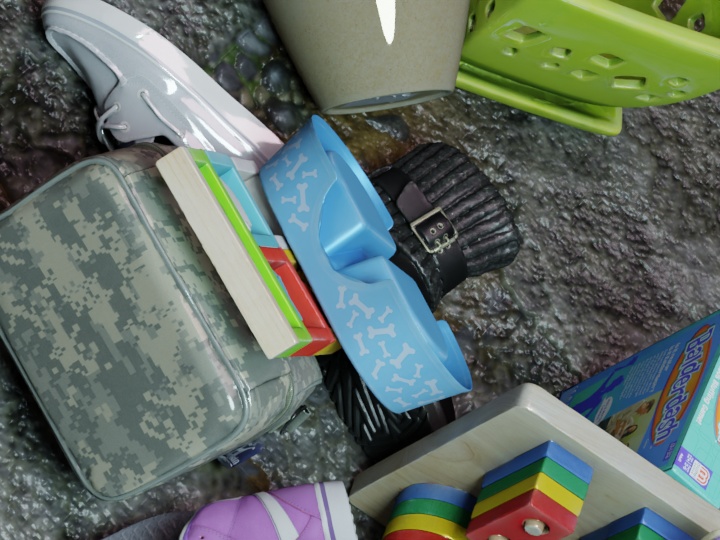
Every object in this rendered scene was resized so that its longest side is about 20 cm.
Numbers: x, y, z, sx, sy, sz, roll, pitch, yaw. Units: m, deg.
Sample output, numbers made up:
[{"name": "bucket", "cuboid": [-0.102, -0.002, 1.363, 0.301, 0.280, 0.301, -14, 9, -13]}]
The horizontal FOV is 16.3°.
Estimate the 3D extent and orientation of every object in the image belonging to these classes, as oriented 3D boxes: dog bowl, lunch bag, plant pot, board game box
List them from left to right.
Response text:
[{"name": "lunch bag", "cuboid": [-0.117, 0.026, 1.516, 0.200, 0.139, 0.168, 59, 27, 3]}, {"name": "dog bowl", "cuboid": [0.000, 0.000, 1.545, 0.200, 0.050, 0.111, 62, 10, 21]}, {"name": "plant pot", "cuboid": [0.002, -0.211, 1.700, 0.187, 0.187, 0.201, -8, 88, -37]}, {"name": "plant pot", "cuboid": [0.151, -0.216, 1.785, 0.199, 0.181, 0.201, 15, 62, -28]}, {"name": "board game box", "cuboid": [0.180, 0.114, 1.642, 0.045, 0.200, 0.152, 40, 53, -13]}]

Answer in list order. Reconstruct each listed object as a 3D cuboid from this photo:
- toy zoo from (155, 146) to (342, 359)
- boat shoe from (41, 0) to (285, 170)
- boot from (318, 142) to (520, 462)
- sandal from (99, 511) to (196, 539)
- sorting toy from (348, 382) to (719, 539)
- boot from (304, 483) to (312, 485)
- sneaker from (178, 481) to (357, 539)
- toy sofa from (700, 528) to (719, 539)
[{"name": "toy zoo", "cuboid": [-0.056, -0.009, 1.499, 0.131, 0.020, 0.200, 60, 10, 7]}, {"name": "boat shoe", "cuboid": [-0.132, -0.098, 1.611, 0.200, 0.072, 0.069, 41, 69, -12]}, {"name": "boot", "cuboid": [0.046, 0.021, 1.668, 0.158, 0.079, 0.212, -18, 80, -39]}, {"name": "sandal", "cuboid": [-0.141, 0.190, 1.491, 0.200, 0.043, 0.076, -5, 63, -32]}, {"name": "sorting toy", "cuboid": [0.115, 0.179, 1.567, 0.200, 0.199, 0.070, 34, 54, -18]}, {"name": "boot", "cuboid": [0.024, 0.224, 1.524, 0.068, 0.130, 0.201, 40, 44, -66]}, {"name": "sneaker", "cuboid": [-0.051, 0.193, 1.431, 0.114, 0.073, 0.201, -3, 25, -10]}, {"name": "toy sofa", "cuboid": [0.172, 0.245, 1.484, 0.098, 0.200, 0.083, 44, 31, -24]}]
